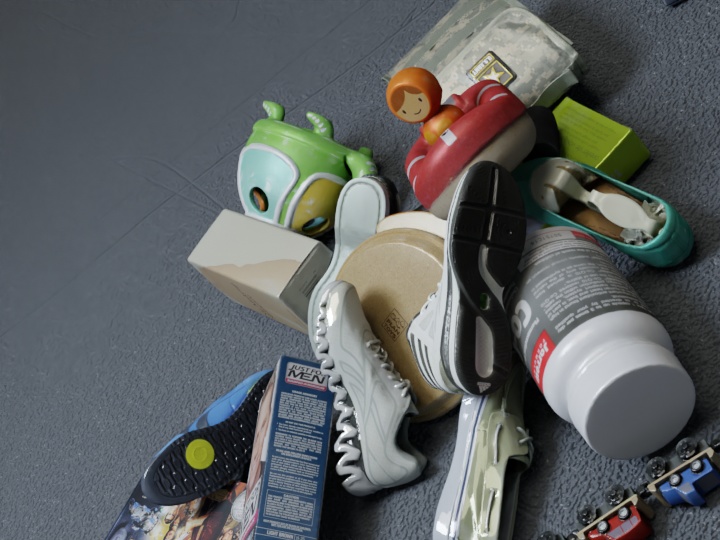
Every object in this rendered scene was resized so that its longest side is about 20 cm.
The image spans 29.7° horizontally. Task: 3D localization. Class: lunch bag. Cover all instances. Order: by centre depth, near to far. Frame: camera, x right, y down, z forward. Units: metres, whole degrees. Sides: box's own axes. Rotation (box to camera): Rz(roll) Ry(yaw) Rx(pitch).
[{"bbox_3d":[0.136,-0.202,1.449,0.164,0.118,0.200,-45,32,4],"label":"lunch bag"}]

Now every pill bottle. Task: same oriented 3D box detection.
[{"bbox_3d":[0.191,0.059,1.139,0.114,0.114,0.200,-38,35,9],"label":"pill bottle"}]

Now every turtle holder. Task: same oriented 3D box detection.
[{"bbox_3d":[-0.054,-0.099,1.550,0.185,0.141,0.132,23,85,12],"label":"turtle holder"}]

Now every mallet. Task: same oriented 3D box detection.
[{"bbox_3d":[0.117,-0.099,1.367,0.200,0.041,0.066,-28,35,34],"label":"mallet"}]

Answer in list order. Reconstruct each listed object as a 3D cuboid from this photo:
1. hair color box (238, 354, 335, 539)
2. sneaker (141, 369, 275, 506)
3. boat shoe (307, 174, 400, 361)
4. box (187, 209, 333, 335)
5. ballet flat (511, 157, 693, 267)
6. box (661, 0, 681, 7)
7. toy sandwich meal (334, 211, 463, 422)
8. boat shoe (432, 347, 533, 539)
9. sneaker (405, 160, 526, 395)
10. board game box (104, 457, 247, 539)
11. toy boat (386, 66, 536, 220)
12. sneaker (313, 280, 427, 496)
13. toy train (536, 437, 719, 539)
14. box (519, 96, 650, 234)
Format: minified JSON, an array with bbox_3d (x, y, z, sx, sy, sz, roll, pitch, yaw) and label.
[{"bbox_3d":[-0.070,0.191,1.262,0.100,0.060,0.200,117,164,-52],"label":"hair color box"},{"bbox_3d":[-0.146,0.173,1.376,0.200,0.066,0.078,-39,8,-31],"label":"sneaker"},{"bbox_3d":[0.000,0.000,1.399,0.076,0.060,0.200,23,105,20],"label":"boat shoe"},{"bbox_3d":[-0.095,0.003,1.501,0.078,0.095,0.200,-54,35,-12],"label":"box"},{"bbox_3d":[0.210,-0.066,1.232,0.200,0.070,0.067,27,81,33],"label":"ballet flat"},{"bbox_3d":[0.332,-0.386,1.373,0.158,0.200,0.051,-26,33,24],"label":"box"},{"bbox_3d":[0.053,0.044,1.301,0.205,0.070,0.206,2,93,37],"label":"toy sandwich meal"},{"bbox_3d":[0.118,0.158,1.166,0.062,0.072,0.200,4,64,27],"label":"boat shoe"},{"bbox_3d":[0.079,0.008,1.174,0.115,0.076,0.201,-11,71,61],"label":"sneaker"},{"bbox_3d":[-0.176,0.269,1.363,0.200,0.035,0.136,4,58,47],"label":"board game box"},{"bbox_3d":[0.078,-0.135,1.260,0.131,0.131,0.200,-46,15,10],"label":"toy boat"},{"bbox_3d":[0.011,0.105,1.254,0.081,0.075,0.200,-13,88,24],"label":"sneaker"},{"bbox_3d":[0.202,0.196,1.060,0.200,0.034,0.046,-37,39,12],"label":"toy train"},{"bbox_3d":[0.177,-0.073,1.343,0.200,0.048,0.122,-47,34,-1],"label":"box"}]
